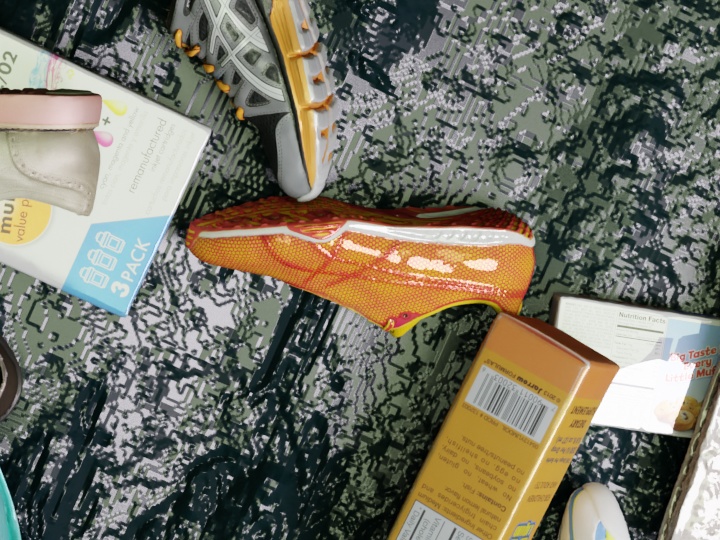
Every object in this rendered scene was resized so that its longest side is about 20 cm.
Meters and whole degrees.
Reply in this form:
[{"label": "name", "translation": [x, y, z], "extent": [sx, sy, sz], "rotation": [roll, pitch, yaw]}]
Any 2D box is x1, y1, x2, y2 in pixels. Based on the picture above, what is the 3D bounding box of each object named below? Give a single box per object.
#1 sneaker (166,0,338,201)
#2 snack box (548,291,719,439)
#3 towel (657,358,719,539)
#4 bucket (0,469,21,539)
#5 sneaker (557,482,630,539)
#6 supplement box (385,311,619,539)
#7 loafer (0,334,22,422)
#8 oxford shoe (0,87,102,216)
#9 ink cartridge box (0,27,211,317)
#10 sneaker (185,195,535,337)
[{"label": "sneaker", "translation": [-0.066, -0.132, 1.224], "extent": [0.077, 0.078, 0.201], "rotation": [-17, 94, 8]}, {"label": "snack box", "translation": [0.204, 0.063, 1.298], "extent": [0.199, 0.024, 0.072], "rotation": [9, 94, -8]}, {"label": "towel", "translation": [0.261, 0.095, 1.280], "extent": [0.132, 0.034, 0.201], "rotation": [17, 96, -9]}, {"label": "bucket", "translation": [-0.274, 0.152, 1.155], "extent": [0.206, 0.135, 0.209], "rotation": [-1, 71, 2]}, {"label": "sneaker", "translation": [0.100, 0.222, 1.274], "extent": [0.104, 0.076, 0.202], "rotation": [1, 96, -7]}, {"label": "supplement box", "translation": [0.068, 0.127, 1.247], "extent": [0.069, 0.066, 0.201], "rotation": [31, 98, 22]}, {"label": "loafer", "translation": [-0.274, 0.024, 1.206], "extent": [0.199, 0.071, 0.073], "rotation": [35, 90, -9]}, {"label": "oxford shoe", "translation": [-0.231, -0.054, 1.137], "extent": [0.198, 0.071, 0.074], "rotation": [-2, 98, -5]}, {"label": "ink cartridge box", "translation": [-0.195, -0.069, 1.209], "extent": [0.199, 0.068, 0.116], "rotation": [24, 92, -9]}, {"label": "sneaker", "translation": [0.000, 0.000, 1.243], "extent": [0.198, 0.073, 0.078], "rotation": [6, 105, -6]}]
